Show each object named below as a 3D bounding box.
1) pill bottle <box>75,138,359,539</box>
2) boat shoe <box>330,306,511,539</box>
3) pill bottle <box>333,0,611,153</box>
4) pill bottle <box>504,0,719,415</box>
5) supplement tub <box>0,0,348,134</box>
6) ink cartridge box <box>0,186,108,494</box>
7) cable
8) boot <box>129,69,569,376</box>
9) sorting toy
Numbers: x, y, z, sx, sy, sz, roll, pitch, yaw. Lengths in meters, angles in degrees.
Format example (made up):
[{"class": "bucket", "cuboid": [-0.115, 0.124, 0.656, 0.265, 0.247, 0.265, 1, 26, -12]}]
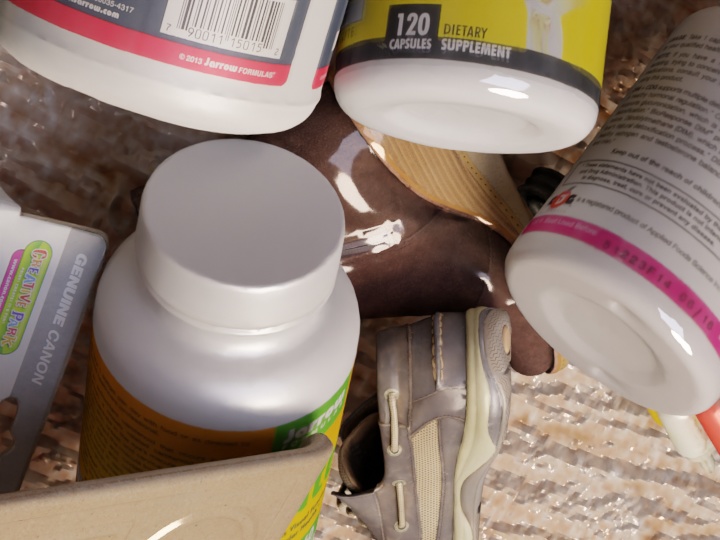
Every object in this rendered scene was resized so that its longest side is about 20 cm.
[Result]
[{"class": "pill bottle", "cuboid": [-0.060, 0.044, 0.987, 0.110, 0.111, 0.201, -14, 142, -23]}, {"class": "boat shoe", "cuboid": [0.024, 0.087, 1.105, 0.073, 0.075, 0.201, 6, 135, -3]}, {"class": "pill bottle", "cuboid": [0.054, -0.157, 0.979, 0.111, 0.112, 0.202, 13, 79, -32]}, {"class": "pill bottle", "cuboid": [0.163, -0.045, 1.050, 0.200, 0.113, 0.114, -52, 126, -17]}, {"class": "supplement tub", "cuboid": [-0.058, -0.167, 0.923, 0.139, 0.140, 0.202, 9, 106, -31]}, {"class": "ink cartridge box", "cuboid": [-0.221, 0.042, 0.957, 0.174, 0.084, 0.201, 15, 103, -34]}, {"class": "cable", "cuboid": [0.143, 0.034, 1.146, 0.050, 0.097, 0.200, -50, 124, -8]}, {"class": "boot", "cuboid": [0.000, 0.000, 1.086, 0.165, 0.073, 0.201, -27, 125, 0]}, {"class": "sorting toy", "cuboid": [-0.119, 0.139, 0.919, 0.199, 0.037, 0.186, -10, 140, -46]}]
